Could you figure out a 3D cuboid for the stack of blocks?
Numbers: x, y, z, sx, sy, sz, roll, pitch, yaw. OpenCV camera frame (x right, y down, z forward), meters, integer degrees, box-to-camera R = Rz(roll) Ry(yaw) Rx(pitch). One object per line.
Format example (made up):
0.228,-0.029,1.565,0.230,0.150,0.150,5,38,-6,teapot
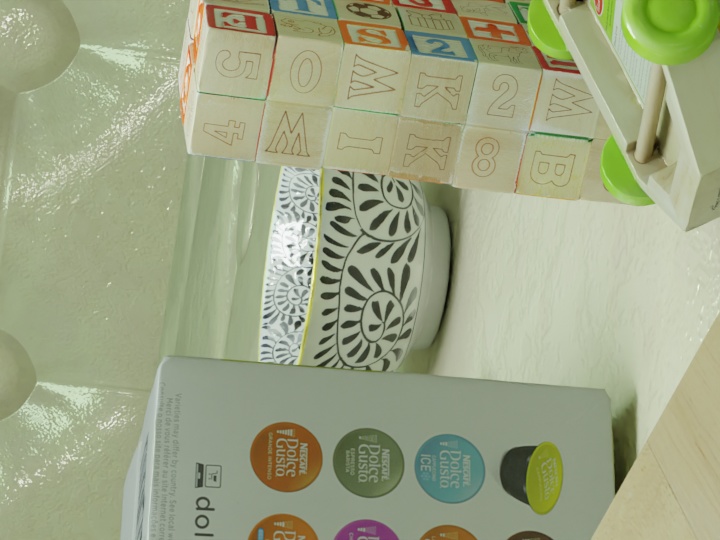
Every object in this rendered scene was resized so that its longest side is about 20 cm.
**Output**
0.023,-0.088,0.928,0.115,0.199,0.059,-106,25,-62,stack of blocks

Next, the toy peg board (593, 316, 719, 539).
0.147,0.075,0.483,0.200,0.098,0.200,-64,18,19,toy peg board

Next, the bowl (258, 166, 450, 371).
0.000,0.000,1.290,0.201,0.094,0.202,-173,90,-80,bowl

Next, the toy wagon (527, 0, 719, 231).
0.087,-0.114,0.784,0.155,0.039,0.201,80,166,-73,toy wagon

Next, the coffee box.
-0.006,0.168,0.923,0.200,0.197,0.200,116,158,-66,coffee box
